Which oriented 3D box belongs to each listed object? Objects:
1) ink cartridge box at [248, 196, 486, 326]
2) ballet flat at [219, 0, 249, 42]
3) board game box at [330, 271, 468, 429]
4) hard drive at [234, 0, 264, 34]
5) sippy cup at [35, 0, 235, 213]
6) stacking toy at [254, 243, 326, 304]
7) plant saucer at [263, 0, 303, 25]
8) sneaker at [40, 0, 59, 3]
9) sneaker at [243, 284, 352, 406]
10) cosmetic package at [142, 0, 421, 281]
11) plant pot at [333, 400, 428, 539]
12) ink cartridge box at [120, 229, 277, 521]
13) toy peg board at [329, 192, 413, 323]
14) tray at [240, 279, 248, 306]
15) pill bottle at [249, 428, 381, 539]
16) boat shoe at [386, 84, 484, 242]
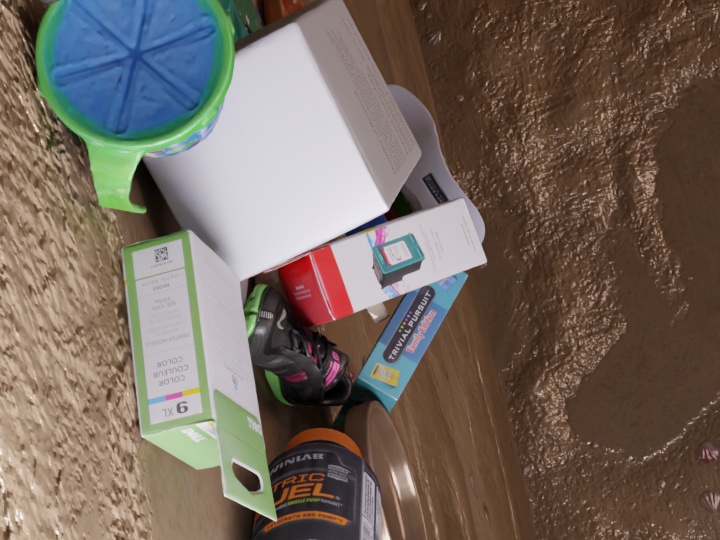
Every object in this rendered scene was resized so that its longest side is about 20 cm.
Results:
[{"bbox_3d":[0.000,0.000,1.338,0.067,0.200,0.116,70,-18,-1],"label":"ink cartridge box"},{"bbox_3d":[-0.139,-0.214,1.372,0.070,0.067,0.200,-18,83,-43],"label":"ballet flat"},{"bbox_3d":[0.037,0.087,1.493,0.151,0.047,0.200,-59,177,-22],"label":"board game box"},{"bbox_3d":[-0.127,-0.222,1.529,0.200,0.038,0.140,-93,164,-49],"label":"hard drive"},{"bbox_3d":[-0.152,-0.140,1.040,0.140,0.178,0.130,46,-5,6],"label":"sippy cup"},{"bbox_3d":[-0.055,0.000,1.493,0.200,0.085,0.086,-57,131,-85],"label":"stacking toy"},{"bbox_3d":[-0.084,-0.282,1.874,0.200,0.032,0.201,-15,90,-80],"label":"plant saucer"},{"bbox_3d":[-0.232,-0.274,0.987,0.115,0.076,0.201,51,16,-46],"label":"sneaker"},{"bbox_3d":[-0.055,0.070,1.306,0.200,0.084,0.077,52,52,-62],"label":"sneaker"},{"bbox_3d":[-0.068,-0.114,1.215,0.167,0.167,0.200,62,17,-11],"label":"cosmetic package"},{"bbox_3d":[-0.003,0.229,1.361,0.201,0.093,0.201,-15,90,-80],"label":"plant pot"},{"bbox_3d":[-0.118,0.083,1.050,0.104,0.059,0.200,52,25,-64],"label":"ink cartridge box"},{"bbox_3d":[0.003,-0.064,1.518,0.200,0.098,0.199,61,-1,-5],"label":"toy peg board"},{"bbox_3d":[-0.128,-0.061,1.323,0.200,0.022,0.108,-91,163,-55],"label":"tray"},{"bbox_3d":[-0.036,0.211,1.172,0.200,0.106,0.106,-87,159,-62],"label":"pill bottle"},{"bbox_3d":[0.064,-0.105,1.558,0.200,0.071,0.070,57,-12,-4],"label":"boat shoe"}]
